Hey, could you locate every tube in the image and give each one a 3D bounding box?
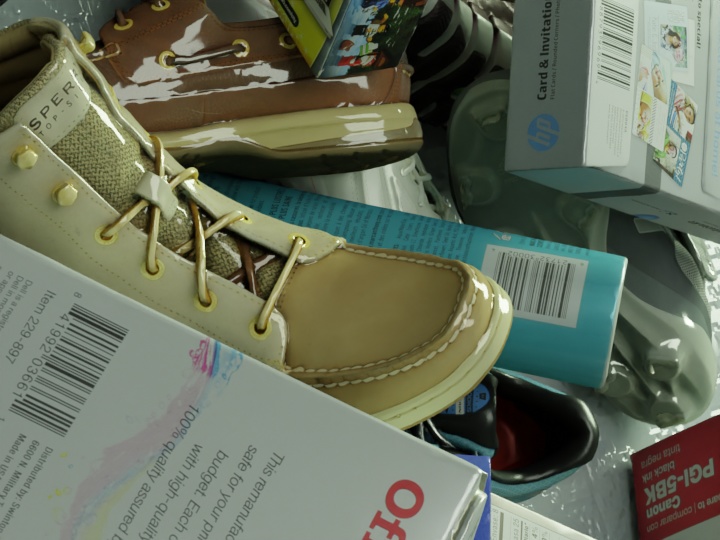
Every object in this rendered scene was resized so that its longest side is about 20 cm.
[{"bbox_3d":[0.000,0.000,1.082,0.199,0.051,0.078,12,36,5],"label":"tube"}]

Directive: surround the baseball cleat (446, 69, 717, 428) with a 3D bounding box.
[{"bbox_3d":[0.095,-0.023,1.225,0.200,0.070,0.107,60,26,-33],"label":"baseball cleat"}]

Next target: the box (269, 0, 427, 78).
[{"bbox_3d":[-0.024,-0.190,1.043,0.038,0.137,0.200,-11,55,-32],"label":"box"}]

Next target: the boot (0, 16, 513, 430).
[{"bbox_3d":[-0.061,-0.015,0.963,0.156,0.199,0.073,58,47,-38],"label":"boot"}]

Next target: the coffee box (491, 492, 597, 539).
[{"bbox_3d":[0.074,0.160,1.092,0.200,0.114,0.080,25,56,-30],"label":"coffee box"}]

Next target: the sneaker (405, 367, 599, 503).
[{"bbox_3d":[0.011,0.051,1.097,0.200,0.090,0.079,8,74,-39],"label":"sneaker"}]

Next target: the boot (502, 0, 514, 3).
[{"bbox_3d":[0.108,-0.158,1.238,0.155,0.072,0.200,44,37,-33],"label":"boot"}]

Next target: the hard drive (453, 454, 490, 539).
[{"bbox_3d":[-0.055,0.123,0.972,0.199,0.025,0.132,2,63,-2],"label":"hard drive"}]

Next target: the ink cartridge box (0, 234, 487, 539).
[{"bbox_3d":[-0.078,0.096,0.921,0.200,0.088,0.146,25,64,10],"label":"ink cartridge box"}]

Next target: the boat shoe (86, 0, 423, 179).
[{"bbox_3d":[-0.076,-0.069,1.063,0.199,0.072,0.068,-4,84,-18],"label":"boat shoe"}]

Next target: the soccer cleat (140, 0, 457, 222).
[{"bbox_3d":[-0.004,-0.051,1.138,0.200,0.078,0.069,43,5,-17],"label":"soccer cleat"}]

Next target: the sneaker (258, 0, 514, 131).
[{"bbox_3d":[0.027,-0.126,1.228,0.200,0.076,0.116,28,46,-41],"label":"sneaker"}]

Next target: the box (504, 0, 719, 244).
[{"bbox_3d":[0.131,-0.100,1.172,0.200,0.041,0.157,13,78,-53],"label":"box"}]

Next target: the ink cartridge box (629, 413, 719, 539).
[{"bbox_3d":[0.200,0.173,1.222,0.146,0.083,0.201,17,59,-36],"label":"ink cartridge box"}]

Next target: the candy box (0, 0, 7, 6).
[{"bbox_3d":[-0.141,-0.198,1.030,0.071,0.168,0.201,20,58,-33],"label":"candy box"}]
